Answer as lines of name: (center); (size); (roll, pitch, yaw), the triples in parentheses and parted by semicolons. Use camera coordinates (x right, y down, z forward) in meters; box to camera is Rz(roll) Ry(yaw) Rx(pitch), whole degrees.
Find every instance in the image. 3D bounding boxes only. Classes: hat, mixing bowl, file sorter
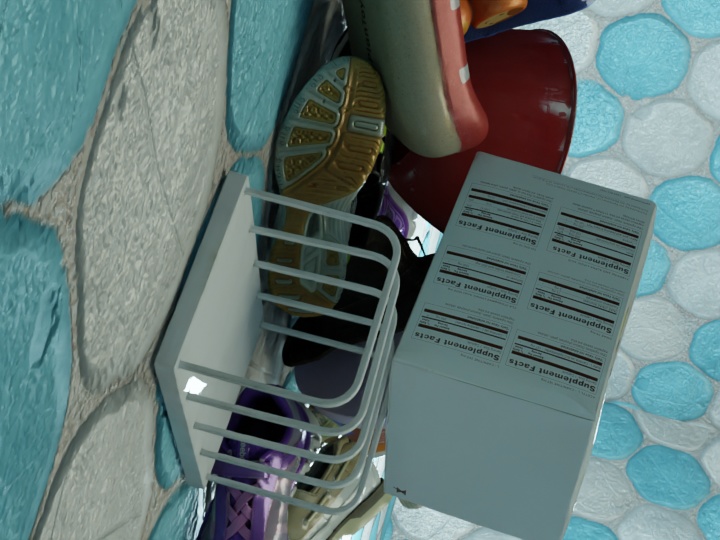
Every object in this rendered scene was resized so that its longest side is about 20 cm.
hat: (0.000, 0.000, 1.185); (0.082, 0.199, 0.201); (64, 20, -14)
mixing bowl: (0.082, -0.122, 1.146); (0.200, 0.107, 0.202); (-44, -141, 51)
file sorter: (-0.045, 0.058, 0.894); (0.201, 0.123, 0.140); (90, 15, -61)

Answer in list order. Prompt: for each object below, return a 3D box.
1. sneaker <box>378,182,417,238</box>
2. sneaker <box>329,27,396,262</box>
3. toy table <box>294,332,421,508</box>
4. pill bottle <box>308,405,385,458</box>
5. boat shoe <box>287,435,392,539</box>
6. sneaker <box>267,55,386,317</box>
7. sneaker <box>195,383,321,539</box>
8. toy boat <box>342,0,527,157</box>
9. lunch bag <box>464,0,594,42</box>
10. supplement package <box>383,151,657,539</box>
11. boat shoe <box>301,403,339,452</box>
sneaker: (-0.003, -0.060, 1.282); (0.084, 0.080, 0.200); (-59, 158, -17)
sneaker: (0.007, -0.101, 1.089); (0.083, 0.071, 0.202); (-129, -133, -62)
toy table: (0.049, 0.108, 1.231); (0.117, 0.199, 0.185); (49, 60, -42)
pill bottle: (0.009, 0.088, 1.426); (0.112, 0.111, 0.202); (-64, 166, -59)
boat shoe: (-0.058, 0.209, 1.096); (0.074, 0.069, 0.200); (-27, -173, 46)
sneaker: (-0.033, -0.070, 1.018); (0.088, 0.075, 0.202); (-95, -160, -67)
sneaker: (-0.085, 0.170, 1.021); (0.089, 0.080, 0.202); (81, 18, -56)
toy boat: (0.063, -0.187, 0.994); (0.131, 0.130, 0.202); (-133, -152, -58)
lunch bag: (0.103, -0.276, 1.076); (0.133, 0.198, 0.137); (59, 32, -32)
supplement package: (0.118, 0.062, 1.021); (0.192, 0.146, 0.201); (91, 18, -53)
boat shoe: (-0.069, 0.157, 1.204); (0.073, 0.063, 0.200); (-50, 172, 5)
